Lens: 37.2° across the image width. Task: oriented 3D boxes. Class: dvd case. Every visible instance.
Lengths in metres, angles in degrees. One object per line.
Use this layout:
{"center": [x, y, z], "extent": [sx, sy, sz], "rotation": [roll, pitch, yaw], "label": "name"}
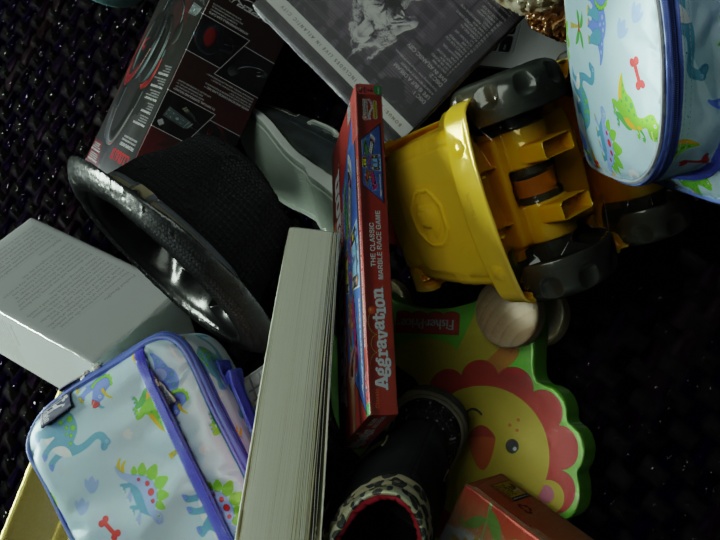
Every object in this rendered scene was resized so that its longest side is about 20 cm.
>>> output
{"center": [0.042, -0.210, 0.779], "extent": [0.149, 0.016, 0.200], "rotation": [44, 86, 4], "label": "dvd case"}

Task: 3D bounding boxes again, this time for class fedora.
{"center": [-0.111, -0.034, 0.752], "extent": [0.200, 0.201, 0.092], "rotation": [34, 71, 32], "label": "fedora"}

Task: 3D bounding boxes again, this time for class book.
{"center": [-0.043, 0.094, 0.672], "extent": [0.047, 0.134, 0.203], "rotation": [6, 65, -2], "label": "book"}

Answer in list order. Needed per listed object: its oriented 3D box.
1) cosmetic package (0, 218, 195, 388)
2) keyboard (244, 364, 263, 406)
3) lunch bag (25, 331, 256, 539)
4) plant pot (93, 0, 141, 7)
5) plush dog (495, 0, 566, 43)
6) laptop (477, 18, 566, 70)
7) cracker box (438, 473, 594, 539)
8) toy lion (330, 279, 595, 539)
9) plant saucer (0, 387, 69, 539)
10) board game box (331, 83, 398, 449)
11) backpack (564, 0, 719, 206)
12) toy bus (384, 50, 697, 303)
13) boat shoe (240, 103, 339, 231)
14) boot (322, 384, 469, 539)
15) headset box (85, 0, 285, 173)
{"center": [-0.244, 0.037, 0.907], "extent": [0.198, 0.072, 0.101], "rotation": [22, 50, 33], "label": "cosmetic package"}
{"center": [-0.134, 0.145, 0.821], "extent": [0.199, 0.011, 0.057], "rotation": [-36, 63, 17], "label": "keyboard"}
{"center": [-0.135, 0.153, 0.766], "extent": [0.159, 0.082, 0.202], "rotation": [-30, 79, 13], "label": "lunch bag"}
{"center": [-0.191, -0.339, 0.935], "extent": [0.187, 0.198, 0.202], "rotation": [-35, 62, 34], "label": "plant pot"}
{"center": [0.146, -0.251, 0.720], "extent": [0.171, 0.160, 0.201], "rotation": [-38, 84, 11], "label": "plush dog"}
{"center": [0.075, -0.261, 0.795], "extent": [0.198, 0.116, 0.190], "rotation": [13, 85, 32], "label": "laptop"}
{"center": [0.088, 0.252, 0.672], "extent": [0.133, 0.057, 0.202], "rotation": [32, 106, 30], "label": "cracker box"}
{"center": [0.066, 0.102, 0.748], "extent": [0.197, 0.068, 0.195], "rotation": [2, 86, 30], "label": "toy lion"}
{"center": [-0.199, 0.213, 0.875], "extent": [0.198, 0.048, 0.203], "rotation": [21, 89, 31], "label": "plant saucer"}
{"center": [0.000, 0.000, 0.661], "extent": [0.019, 0.103, 0.203], "rotation": [1, 70, -9], "label": "board game box"}
{"center": [0.190, -0.117, 0.538], "extent": [0.145, 0.200, 0.186], "rotation": [-10, 105, -10], "label": "backpack"}
{"center": [0.104, -0.063, 0.716], "extent": [0.191, 0.198, 0.138], "rotation": [-9, 104, 57], "label": "toy bus"}
{"center": [-0.034, -0.083, 0.848], "extent": [0.060, 0.076, 0.200], "rotation": [-27, 47, -21], "label": "boat shoe"}
{"center": [-0.001, 0.183, 0.669], "extent": [0.073, 0.154, 0.206], "rotation": [26, 108, 5], "label": "boot"}
{"center": [-0.150, -0.136, 0.884], "extent": [0.202, 0.074, 0.148], "rotation": [-64, 28, 2], "label": "headset box"}
